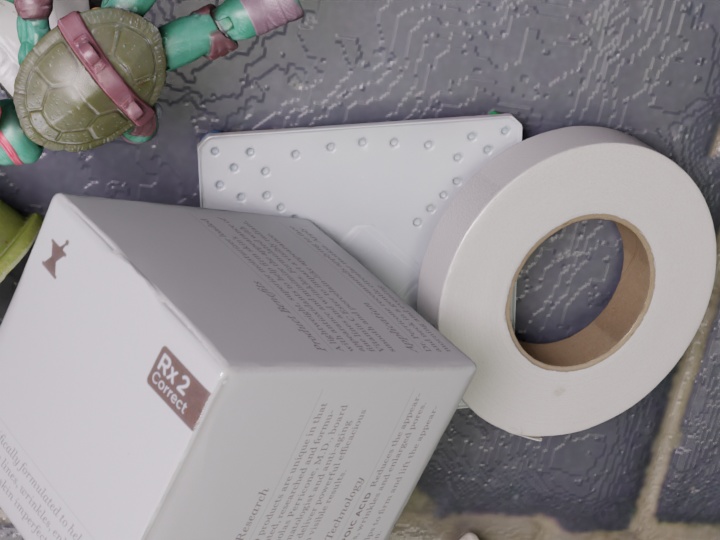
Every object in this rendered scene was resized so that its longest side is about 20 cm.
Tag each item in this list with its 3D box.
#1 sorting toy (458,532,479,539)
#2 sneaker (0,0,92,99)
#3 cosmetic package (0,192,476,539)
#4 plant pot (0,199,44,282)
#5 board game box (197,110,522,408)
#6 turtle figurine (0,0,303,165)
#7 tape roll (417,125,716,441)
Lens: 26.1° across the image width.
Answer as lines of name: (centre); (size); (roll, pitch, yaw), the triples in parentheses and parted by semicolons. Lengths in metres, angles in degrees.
sorting toy: (0.125, 0.302, 1.119); (0.199, 0.107, 0.180); (20, 129, -18)
sneaker: (-0.199, -0.165, 0.846); (0.080, 0.074, 0.200); (-38, 124, 3)
cosmetic package: (-0.080, 0.074, 0.849); (0.199, 0.165, 0.166); (4, 119, -48)
plant pot: (-0.305, -0.023, 0.833); (0.200, 0.201, 0.184); (-41, 104, 9)
board game box: (0.000, 0.000, 0.979); (0.198, 0.026, 0.202); (-5, 115, -9)
turtle figurine: (-0.133, -0.110, 0.788); (0.199, 0.101, 0.150); (-35, 135, 1)
tape roll: (0.132, 0.010, 0.981); (0.201, 0.037, 0.204); (-10, 117, -20)
